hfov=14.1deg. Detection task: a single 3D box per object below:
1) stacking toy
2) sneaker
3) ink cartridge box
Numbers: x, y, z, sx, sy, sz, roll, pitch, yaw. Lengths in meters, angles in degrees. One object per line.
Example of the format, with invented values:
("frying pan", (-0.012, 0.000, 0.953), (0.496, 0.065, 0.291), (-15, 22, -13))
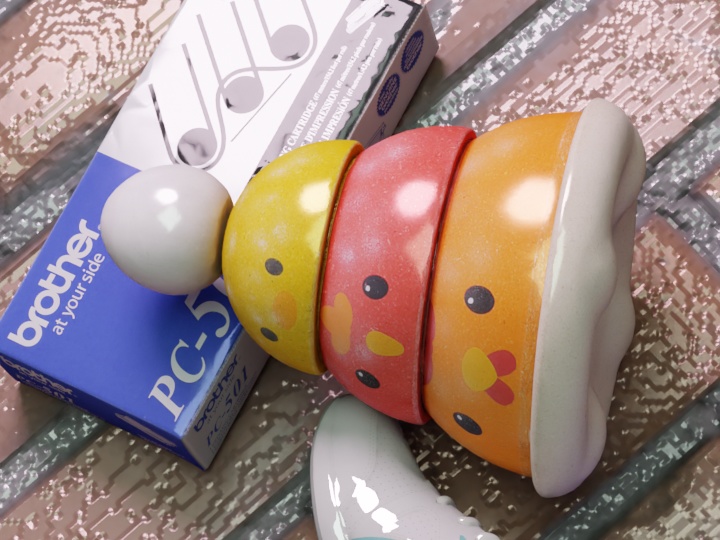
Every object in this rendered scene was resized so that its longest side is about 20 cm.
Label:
("stacking toy", (0.000, 0.000, 1.075), (0.199, 0.146, 0.147), (7, 71, 11))
("sneaker", (0.035, 0.124, 1.050), (0.080, 0.070, 0.201), (-23, 52, 8))
("ink cartridge box", (-0.057, -0.031, 1.155), (0.094, 0.044, 0.201), (23, 75, 19))
